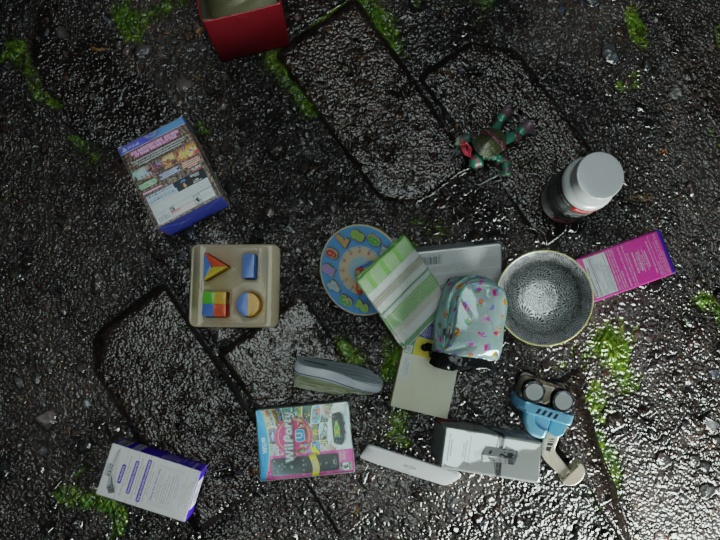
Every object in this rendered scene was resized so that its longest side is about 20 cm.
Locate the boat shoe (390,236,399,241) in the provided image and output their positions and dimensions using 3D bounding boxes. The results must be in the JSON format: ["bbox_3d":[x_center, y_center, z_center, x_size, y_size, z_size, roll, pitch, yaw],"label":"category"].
[{"bbox_3d":[0.086,0.026,1.268,0.056,0.068,0.202,2,85,-40],"label":"boat shoe"}]

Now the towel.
[{"bbox_3d":[0.090,0.045,1.204,0.149,0.031,0.201,-42,115,-15],"label":"towel"}]

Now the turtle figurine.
[{"bbox_3d":[0.295,-0.277,1.290,0.150,0.101,0.200,45,79,4],"label":"turtle figurine"}]

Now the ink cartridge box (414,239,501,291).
[{"bbox_3d":[0.216,0.028,1.280,0.198,0.044,0.175,-6,109,-1],"label":"ink cartridge box"}]

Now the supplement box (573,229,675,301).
[{"bbox_3d":[0.561,-0.005,1.257,0.198,0.101,0.104,-18,85,-2],"label":"supplement box"}]

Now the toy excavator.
[{"bbox_3d":[0.404,0.340,1.231,0.193,0.100,0.202,17,97,3],"label":"toy excavator"}]

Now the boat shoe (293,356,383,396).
[{"bbox_3d":[-0.050,0.240,1.248,0.198,0.072,0.063,14,108,4],"label":"boat shoe"}]

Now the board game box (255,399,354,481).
[{"bbox_3d":[-0.117,0.361,1.221,0.198,0.064,0.149,-5,84,0],"label":"board game box"}]

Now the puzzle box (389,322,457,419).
[{"bbox_3d":[0.149,0.213,1.260,0.132,0.025,0.202,15,84,-5],"label":"puzzle box"}]

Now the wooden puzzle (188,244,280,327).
[{"bbox_3d":[-0.281,0.032,1.270,0.198,0.046,0.187,1,83,-1],"label":"wooden puzzle"}]

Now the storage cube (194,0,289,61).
[{"bbox_3d":[-0.265,-0.602,1.274,0.198,0.180,0.173,-15,84,-3],"label":"storage cube"}]

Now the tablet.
[{"bbox_3d":[0.100,0.409,1.195,0.198,0.130,0.014,17,61,1],"label":"tablet"}]

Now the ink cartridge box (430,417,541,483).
[{"bbox_3d":[0.258,0.371,1.190,0.198,0.144,0.085,10,83,0],"label":"ink cartridge box"}]

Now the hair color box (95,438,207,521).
[{"bbox_3d":[-0.441,0.443,1.214,0.198,0.065,0.110,18,84,-1],"label":"hair color box"}]

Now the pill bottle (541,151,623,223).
[{"bbox_3d":[0.472,-0.175,1.225,0.113,0.200,0.115,0,84,0],"label":"pill bottle"}]

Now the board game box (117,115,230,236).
[{"bbox_3d":[-0.410,-0.206,1.269,0.158,0.097,0.201,-27,85,-4],"label":"board game box"}]

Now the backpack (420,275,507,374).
[{"bbox_3d":[0.232,0.110,1.196,0.165,0.126,0.202,9,89,-18],"label":"backpack"}]

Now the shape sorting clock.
[{"bbox_3d":[0.000,0.000,1.246,0.198,0.039,0.202,4,102,18],"label":"shape sorting clock"}]

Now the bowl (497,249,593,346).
[{"bbox_3d":[0.395,0.058,1.242,0.199,0.094,0.203,0,91,14],"label":"bowl"}]
